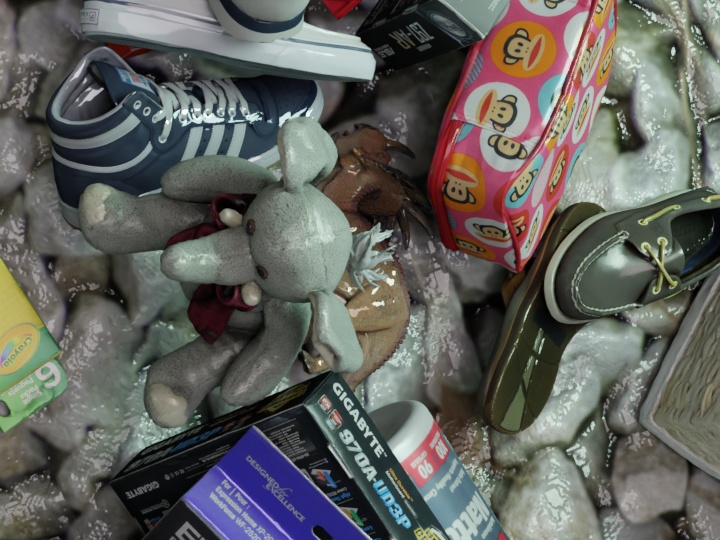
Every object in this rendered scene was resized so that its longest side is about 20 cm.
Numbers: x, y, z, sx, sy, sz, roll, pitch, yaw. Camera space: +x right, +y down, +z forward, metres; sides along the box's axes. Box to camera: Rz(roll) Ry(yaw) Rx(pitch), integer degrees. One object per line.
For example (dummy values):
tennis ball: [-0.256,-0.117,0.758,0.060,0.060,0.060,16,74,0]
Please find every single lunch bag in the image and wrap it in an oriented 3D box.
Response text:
lunch bag: [0.120,-0.105,1.235,0.082,0.176,0.201,20,72,18]

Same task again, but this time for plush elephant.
plush elephant: [-0.066,-0.006,1.068,0.199,0.155,0.166,-13,81,-8]

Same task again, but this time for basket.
basket: [0.357,0.079,1.313,0.198,0.161,0.201,33,76,-16]

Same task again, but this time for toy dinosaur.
toy dinosaur: [0.000,0.000,1.221,0.135,0.086,0.201,-15,95,-21]

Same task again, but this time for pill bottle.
pill bottle: [0.045,0.203,1.215,0.119,0.119,0.201,-36,101,-17]

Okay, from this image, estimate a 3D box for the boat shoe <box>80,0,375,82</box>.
boat shoe: [-0.080,-0.169,1.138,0.199,0.073,0.067,9,91,-22]

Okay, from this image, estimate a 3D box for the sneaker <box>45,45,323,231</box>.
sneaker: [-0.117,-0.109,1.165,0.199,0.070,0.109,-27,137,-17]

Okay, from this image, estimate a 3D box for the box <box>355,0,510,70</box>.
box: [0.091,-0.240,1.221,0.043,0.160,0.201,38,76,-15]

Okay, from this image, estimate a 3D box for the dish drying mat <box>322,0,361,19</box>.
dish drying mat: [-0.047,-0.267,1.142,0.077,0.018,0.201,-35,89,25]

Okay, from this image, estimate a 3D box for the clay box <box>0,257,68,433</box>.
clay box: [-0.283,0.024,1.136,0.115,0.048,0.201,-36,100,-17]

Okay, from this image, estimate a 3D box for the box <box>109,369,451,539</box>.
box: [-0.051,0.166,1.142,0.159,0.199,0.046,56,40,-10]

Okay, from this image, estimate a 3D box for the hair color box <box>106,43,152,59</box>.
hair color box: [-0.148,-0.254,1.186,0.101,0.061,0.201,-20,95,-20]

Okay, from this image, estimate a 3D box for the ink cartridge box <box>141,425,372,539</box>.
ink cartridge box: [-0.055,0.224,1.123,0.198,0.200,0.043,43,40,1]

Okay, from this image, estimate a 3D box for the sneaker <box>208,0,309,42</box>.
sneaker: [-0.088,-0.239,1.099,0.076,0.081,0.200,-27,68,-28]

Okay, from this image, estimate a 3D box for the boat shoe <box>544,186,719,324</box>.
boat shoe: [0.215,-0.014,1.280,0.201,0.060,0.072,-27,109,-39]

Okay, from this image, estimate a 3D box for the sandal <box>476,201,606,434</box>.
sandal: [0.130,0.031,1.282,0.082,0.054,0.201,46,62,-38]
